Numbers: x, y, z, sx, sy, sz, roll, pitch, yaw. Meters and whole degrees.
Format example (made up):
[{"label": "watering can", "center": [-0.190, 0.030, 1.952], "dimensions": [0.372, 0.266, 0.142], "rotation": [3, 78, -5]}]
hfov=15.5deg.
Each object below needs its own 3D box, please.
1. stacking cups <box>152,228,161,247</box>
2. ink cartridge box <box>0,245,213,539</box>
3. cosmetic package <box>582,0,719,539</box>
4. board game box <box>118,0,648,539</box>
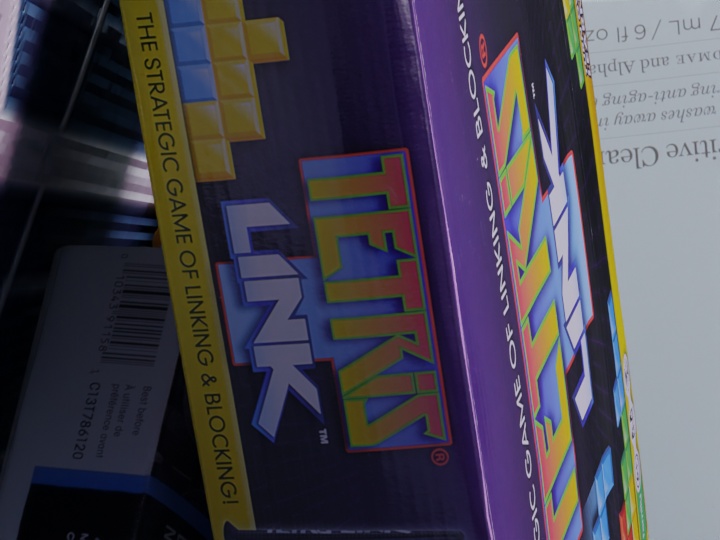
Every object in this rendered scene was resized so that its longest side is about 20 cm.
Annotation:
[{"label": "stacking cups", "center": [-0.040, 0.015, 0.674], "dimensions": [0.061, 0.060, 0.201], "rotation": [105, 0, -62]}, {"label": "ink cartridge box", "center": [-0.022, 0.079, 0.596], "dimensions": [0.200, 0.039, 0.100], "rotation": [50, 47, -59]}, {"label": "cosmetic package", "center": [0.073, 0.031, 0.710], "dimensions": [0.081, 0.112, 0.201], "rotation": [44, 40, -73]}, {"label": "board game box", "center": [0.013, 0.000, 0.536], "dimensions": [0.165, 0.057, 0.201], "rotation": [-57, 141, -68]}]
